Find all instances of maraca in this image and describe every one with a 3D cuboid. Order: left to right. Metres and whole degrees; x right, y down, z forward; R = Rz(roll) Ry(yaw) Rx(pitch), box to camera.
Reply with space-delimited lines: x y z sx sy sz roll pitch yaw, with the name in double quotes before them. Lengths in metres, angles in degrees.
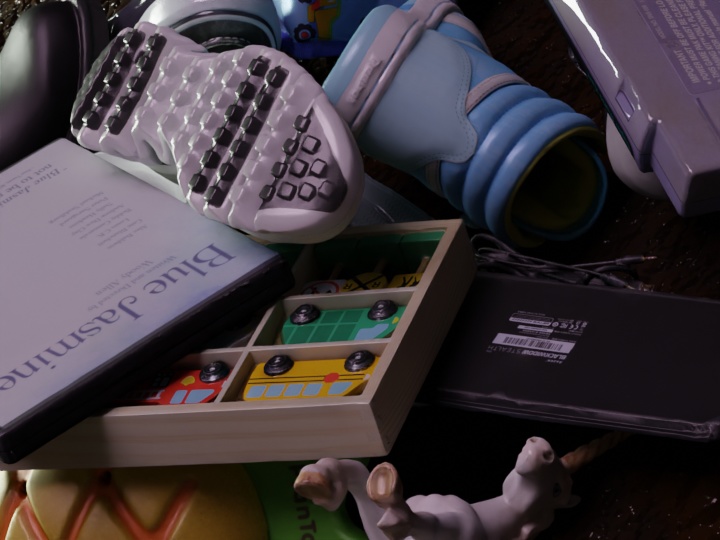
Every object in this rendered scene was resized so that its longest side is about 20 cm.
"maraca" -0.080 0.111 1.110 0.199 0.138 0.107 -10 4 27

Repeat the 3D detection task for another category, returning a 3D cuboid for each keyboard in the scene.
"keyboard" 0.080 0.034 1.073 0.199 0.040 0.104 8 43 32

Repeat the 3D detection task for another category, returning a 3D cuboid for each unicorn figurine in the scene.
"unicorn figurine" 0.031 0.120 0.989 0.074 0.137 0.201 3 68 33

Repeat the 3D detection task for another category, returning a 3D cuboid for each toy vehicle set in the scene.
"toy vehicle set" -0.063 0.031 1.085 0.199 0.027 0.124 -4 33 24

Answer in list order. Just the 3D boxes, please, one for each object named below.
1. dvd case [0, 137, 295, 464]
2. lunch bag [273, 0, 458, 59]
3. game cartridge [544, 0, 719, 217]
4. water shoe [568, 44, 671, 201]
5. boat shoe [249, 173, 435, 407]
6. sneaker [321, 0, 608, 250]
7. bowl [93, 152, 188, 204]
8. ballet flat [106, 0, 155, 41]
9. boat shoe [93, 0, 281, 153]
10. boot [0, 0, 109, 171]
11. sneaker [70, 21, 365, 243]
"dvd case" -0.136 0.007 1.121 0.142 0.018 0.200 -32 33 -22
"lunch bag" -0.027 -0.197 1.361 0.200 0.094 0.151 -152 63 -62
"game cartridge" 0.148 -0.107 1.089 0.129 0.038 0.200 -15 49 -11
"water shoe" 0.132 -0.093 1.164 0.079 0.071 0.200 -37 25 42
"boat shoe" 0.000 0.000 1.191 0.073 0.067 0.200 -24 48 -9
"sneaker" 0.056 -0.062 1.198 0.080 0.130 0.200 -59 -6 15
"bowl" -0.137 0.043 1.254 0.201 0.090 0.201 -27 33 19
"ballet flat" -0.118 -0.105 1.407 0.200 0.073 0.073 -26 32 60
"boat shoe" -0.086 -0.068 1.310 0.200 0.072 0.071 122 149 -55
"boot" -0.227 -0.059 1.348 0.079 0.157 0.212 34 104 60
"sneaker" -0.046 -0.052 1.121 0.075 0.081 0.200 -58 34 -1
